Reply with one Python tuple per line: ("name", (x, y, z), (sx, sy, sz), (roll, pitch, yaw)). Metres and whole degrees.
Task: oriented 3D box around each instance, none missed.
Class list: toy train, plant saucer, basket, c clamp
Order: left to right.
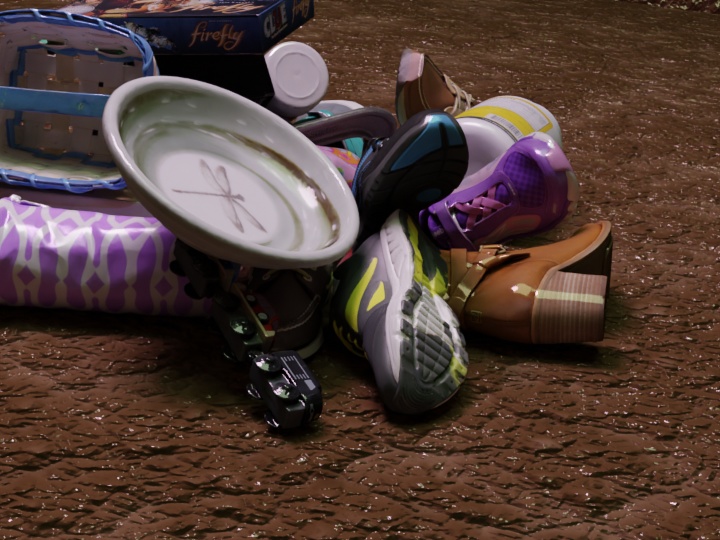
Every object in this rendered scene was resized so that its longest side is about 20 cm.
("basket", (-0.247, -0.133, 1.127), (0.175, 0.140, 0.200), (7, 10, 4))
("plant saucer", (-0.098, -0.059, 1.026), (0.199, 0.050, 0.200), (25, 30, -15))
("toy train", (-0.078, 0.034, 0.980), (0.046, 0.034, 0.200), (-5, 39, -32))
("c clamp", (-0.041, -0.086, 1.331), (0.199, 0.171, 0.027), (-13, 63, -21))

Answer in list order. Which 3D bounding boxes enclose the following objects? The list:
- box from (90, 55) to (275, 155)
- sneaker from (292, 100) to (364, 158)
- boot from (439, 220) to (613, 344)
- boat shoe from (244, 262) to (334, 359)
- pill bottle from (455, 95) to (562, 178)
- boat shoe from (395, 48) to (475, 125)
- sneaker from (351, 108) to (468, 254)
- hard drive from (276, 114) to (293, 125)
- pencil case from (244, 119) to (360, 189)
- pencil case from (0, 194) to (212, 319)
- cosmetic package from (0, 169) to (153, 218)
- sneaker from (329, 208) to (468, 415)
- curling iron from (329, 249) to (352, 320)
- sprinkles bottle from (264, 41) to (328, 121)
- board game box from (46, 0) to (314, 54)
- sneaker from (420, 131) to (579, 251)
("box", (-0.177, -0.155, 1.362), (0.141, 0.079, 0.200), (-11, -9, -20))
("sneaker", (-0.040, -0.132, 1.502), (0.120, 0.084, 0.200), (2, 17, -38))
("boot", (0.122, 0.006, 1.157), (0.155, 0.077, 0.200), (4, 25, 11))
("boat shoe", (-0.055, 0.012, 1.090), (0.071, 0.060, 0.200), (8, 19, 5))
("pill bottle", (0.135, -0.110, 1.420), (0.112, 0.113, 0.200), (11, 19, 20))
("boat shoe", (0.086, -0.170, 1.510), (0.074, 0.076, 0.200), (4, -18, 16))
("sneaker", (0.025, -0.077, 1.112), (0.073, 0.082, 0.200), (-3, -24, -18))
("hard drive", (-0.143, -0.109, 1.321), (0.134, 0.043, 0.200), (-20, -7, 25))
("pencil case", (-0.064, -0.074, 1.197), (0.087, 0.088, 0.200), (14, 3, 27))
("pencil case", (-0.189, -0.010, 1.086), (0.199, 0.086, 0.084), (6, -16, -6))
("cosmetic package", (-0.216, -0.043, 1.199), (0.199, 0.071, 0.105), (6, 19, 4))
("sneaker", (0.022, 0.042, 1.028), (0.074, 0.085, 0.200), (43, 25, -24))
("curling iron", (0.000, 0.000, 1.192), (0.049, 0.026, 0.200), (4, 18, 11))
("sprinkles bottle", (-0.097, -0.169, 1.445), (0.068, 0.069, 0.200), (-4, -7, -23))
("board game box", (-0.155, -0.221, 1.253), (0.199, 0.035, 0.136), (3, 23, 17))
("sneaker", (0.106, -0.051, 1.223), (0.088, 0.081, 0.200), (-21, -5, -30))
